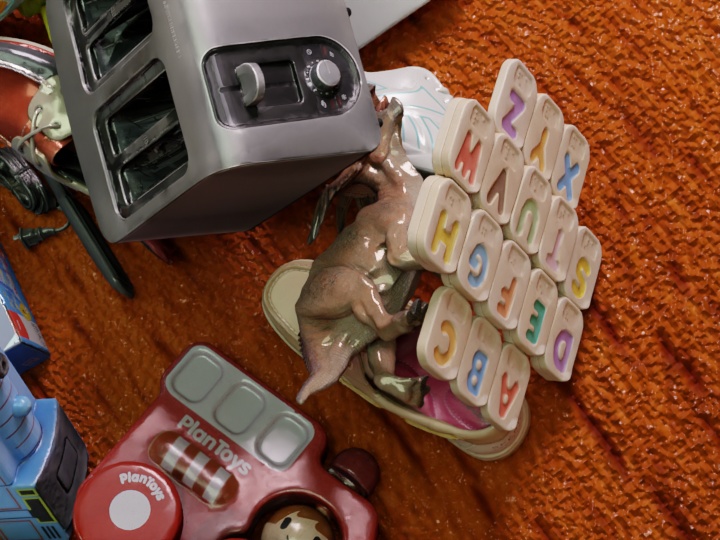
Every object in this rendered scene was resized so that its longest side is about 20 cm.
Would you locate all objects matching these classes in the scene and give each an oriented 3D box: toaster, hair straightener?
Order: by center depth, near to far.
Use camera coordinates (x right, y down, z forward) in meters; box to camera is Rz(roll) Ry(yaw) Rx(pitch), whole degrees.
[{"bbox_3d":[-0.096,-0.124,1.059,0.118,0.200,0.183,-8,79,-35],"label":"toaster"},{"bbox_3d":[-0.216,-0.053,1.191,0.077,0.041,0.200,-43,75,0],"label":"hair straightener"}]

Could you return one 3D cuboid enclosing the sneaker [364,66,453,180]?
[{"bbox_3d":[0.045,-0.089,1.130,0.199,0.071,0.081,24,70,14],"label":"sneaker"}]

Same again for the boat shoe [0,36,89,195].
[{"bbox_3d":[-0.188,-0.087,1.139,0.199,0.063,0.071,27,124,-12],"label":"boat shoe"}]

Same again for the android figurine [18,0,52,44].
[{"bbox_3d":[-0.142,-0.200,1.211,0.198,0.041,0.184,-20,74,5],"label":"android figurine"}]

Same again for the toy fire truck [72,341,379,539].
[{"bbox_3d":[-0.075,0.155,1.088,0.199,0.112,0.168,33,67,16],"label":"toy fire truck"}]

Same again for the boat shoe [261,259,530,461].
[{"bbox_3d":[0.019,0.048,1.103,0.199,0.069,0.074,29,85,17],"label":"boat shoe"}]

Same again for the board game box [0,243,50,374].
[{"bbox_3d":[-0.342,0.017,1.195,0.199,0.056,0.197,-28,74,5],"label":"board game box"}]

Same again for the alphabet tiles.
[{"bbox_3d":[0.091,-0.014,1.034,0.014,0.200,0.197,5,68,35],"label":"alphabet tiles"}]

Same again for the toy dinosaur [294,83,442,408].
[{"bbox_3d":[0.000,0.000,1.052,0.135,0.086,0.201,22,69,29],"label":"toy dinosaur"}]

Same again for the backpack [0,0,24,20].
[{"bbox_3d":[-0.293,-0.211,1.161,0.198,0.168,0.127,-20,30,17],"label":"backpack"}]

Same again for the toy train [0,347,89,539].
[{"bbox_3d":[-0.251,0.097,1.089,0.113,0.201,0.087,-6,48,14],"label":"toy train"}]

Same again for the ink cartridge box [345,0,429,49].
[{"bbox_3d":[0.013,-0.275,1.133,0.173,0.044,0.201,-34,113,3],"label":"ink cartridge box"}]
